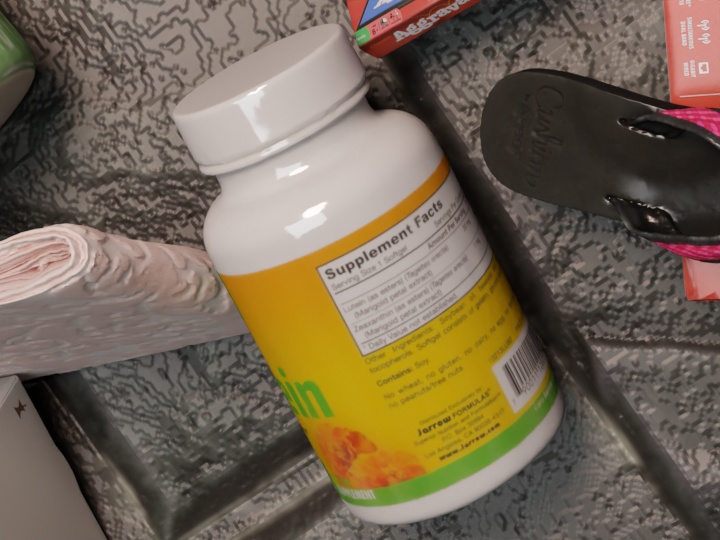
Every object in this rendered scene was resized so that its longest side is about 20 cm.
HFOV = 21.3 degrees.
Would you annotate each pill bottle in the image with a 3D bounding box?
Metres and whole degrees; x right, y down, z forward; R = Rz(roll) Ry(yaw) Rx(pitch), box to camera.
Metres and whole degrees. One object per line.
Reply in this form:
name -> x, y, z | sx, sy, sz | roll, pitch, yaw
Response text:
pill bottle -> 0.000, 0.000, 0.834 | 0.111, 0.111, 0.200 | -21, 107, 22

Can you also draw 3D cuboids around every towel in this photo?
towel -> -0.151, 0.020, 0.866 | 0.191, 0.200, 0.032 | -12, 80, 23

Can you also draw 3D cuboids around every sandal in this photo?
sandal -> 0.135, -0.037, 0.779 | 0.200, 0.045, 0.075 | 13, 109, 24

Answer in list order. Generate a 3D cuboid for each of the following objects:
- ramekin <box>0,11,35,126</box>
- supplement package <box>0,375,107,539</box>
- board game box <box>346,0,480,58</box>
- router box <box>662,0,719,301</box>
ramekin -> -0.243, -0.068, 0.877 | 0.098, 0.200, 0.200 | 45, 112, -3
supplement package -> -0.248, 0.149, 0.951 | 0.200, 0.120, 0.121 | -13, 118, 21
board game box -> 0.071, -0.179, 0.801 | 0.200, 0.019, 0.103 | -27, 62, 28
router box -> 0.219, -0.092, 0.791 | 0.179, 0.049, 0.200 | -3, 102, 19
